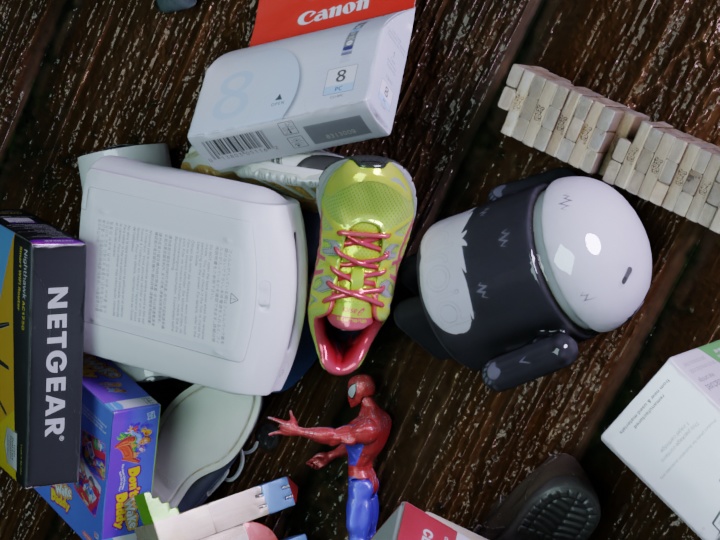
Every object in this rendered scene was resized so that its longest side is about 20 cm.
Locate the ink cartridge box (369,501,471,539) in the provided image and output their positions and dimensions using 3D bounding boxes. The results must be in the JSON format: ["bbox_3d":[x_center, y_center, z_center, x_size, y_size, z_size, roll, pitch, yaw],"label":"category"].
[{"bbox_3d":[0.072,0.281,1.374,0.199,0.084,0.145,30,125,-10],"label":"ink cartridge box"}]

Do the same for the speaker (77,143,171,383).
[{"bbox_3d":[-0.187,-0.007,1.624,0.081,0.081,0.201,-10,90,27],"label":"speaker"}]

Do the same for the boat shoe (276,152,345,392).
[{"bbox_3d":[-0.048,0.001,1.566,0.068,0.084,0.201,24,87,34],"label":"boat shoe"}]

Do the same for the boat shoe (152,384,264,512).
[{"bbox_3d":[-0.139,0.158,1.624,0.075,0.062,0.200,40,113,16],"label":"boat shoe"}]

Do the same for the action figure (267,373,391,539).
[{"bbox_3d":[-0.023,0.182,1.563,0.098,0.065,0.201,5,97,15],"label":"action figure"}]

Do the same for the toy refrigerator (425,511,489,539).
[{"bbox_3d":[0.118,0.270,1.448,0.199,0.070,0.076,26,123,-3],"label":"toy refrigerator"}]

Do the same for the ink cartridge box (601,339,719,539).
[{"bbox_3d":[0.287,0.152,1.362,0.200,0.146,0.084,44,110,16],"label":"ink cartridge box"}]

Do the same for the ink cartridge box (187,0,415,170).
[{"bbox_3d":[-0.039,-0.180,1.490,0.159,0.047,0.201,-10,51,28],"label":"ink cartridge box"}]

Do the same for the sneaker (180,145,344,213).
[{"bbox_3d":[-0.064,-0.101,1.521,0.199,0.076,0.088,13,75,44],"label":"sneaker"}]

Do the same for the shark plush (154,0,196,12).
[{"bbox_3d":[-0.125,-0.247,1.570,0.199,0.083,0.091,18,102,25],"label":"shark plush"}]

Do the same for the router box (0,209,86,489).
[{"bbox_3d":[-0.275,0.060,1.562,0.149,0.051,0.201,22,112,58],"label":"router box"}]

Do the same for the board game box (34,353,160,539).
[{"bbox_3d":[-0.243,0.136,1.625,0.200,0.045,0.135,34,122,48],"label":"board game box"}]

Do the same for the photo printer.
[{"bbox_3d":[-0.131,0.006,1.506,0.199,0.069,0.168,12,103,30],"label":"photo printer"}]

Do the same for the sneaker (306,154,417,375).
[{"bbox_3d":[0.000,0.000,1.444,0.078,0.091,0.201,5,134,-3],"label":"sneaker"}]

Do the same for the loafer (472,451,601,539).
[{"bbox_3d":[0.124,0.219,1.503,0.073,0.071,0.200,33,122,-13],"label":"loafer"}]

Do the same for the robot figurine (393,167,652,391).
[{"bbox_3d":[0.124,0.005,1.442,0.199,0.125,0.151,-20,87,31],"label":"robot figurine"}]

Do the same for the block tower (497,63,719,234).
[{"bbox_3d":[0.201,-0.093,1.436,0.199,0.058,0.054,28,106,24],"label":"block tower"}]

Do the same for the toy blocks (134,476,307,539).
[{"bbox_3d":[-0.096,0.262,1.575,0.100,0.136,0.201,-26,81,62],"label":"toy blocks"}]
